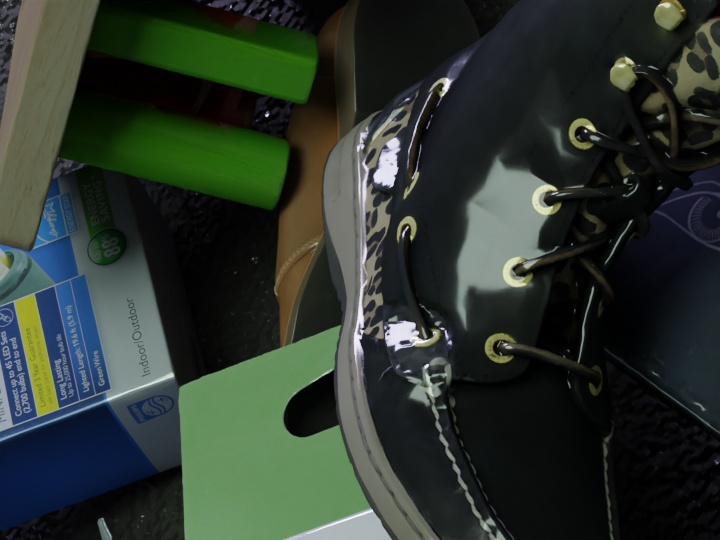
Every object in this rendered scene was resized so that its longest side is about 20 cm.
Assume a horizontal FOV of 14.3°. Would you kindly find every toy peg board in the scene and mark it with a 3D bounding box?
[{"bbox_3d":[-0.058,-0.128,1.012,0.199,0.097,0.201,-95,21,-63],"label":"toy peg board"}]

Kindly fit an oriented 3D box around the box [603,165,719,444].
[{"bbox_3d":[0.192,-0.006,0.808,0.197,0.117,0.200,38,94,42],"label":"box"}]

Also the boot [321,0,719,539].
[{"bbox_3d":[0.062,-0.011,0.770,0.151,0.073,0.201,-47,32,29],"label":"boot"}]

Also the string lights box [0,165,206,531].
[{"bbox_3d":[-0.159,0.046,1.044,0.199,0.059,0.103,-21,56,5],"label":"string lights box"}]

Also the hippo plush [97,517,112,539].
[{"bbox_3d":[-0.123,0.158,0.909,0.159,0.160,0.201,-44,49,35],"label":"hippo plush"}]

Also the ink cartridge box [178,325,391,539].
[{"bbox_3d":[0.000,0.086,0.854,0.145,0.048,0.201,-21,53,19],"label":"ink cartridge box"}]

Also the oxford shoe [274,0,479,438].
[{"bbox_3d":[0.000,0.000,0.993,0.071,0.071,0.201,-28,49,56],"label":"oxford shoe"}]
